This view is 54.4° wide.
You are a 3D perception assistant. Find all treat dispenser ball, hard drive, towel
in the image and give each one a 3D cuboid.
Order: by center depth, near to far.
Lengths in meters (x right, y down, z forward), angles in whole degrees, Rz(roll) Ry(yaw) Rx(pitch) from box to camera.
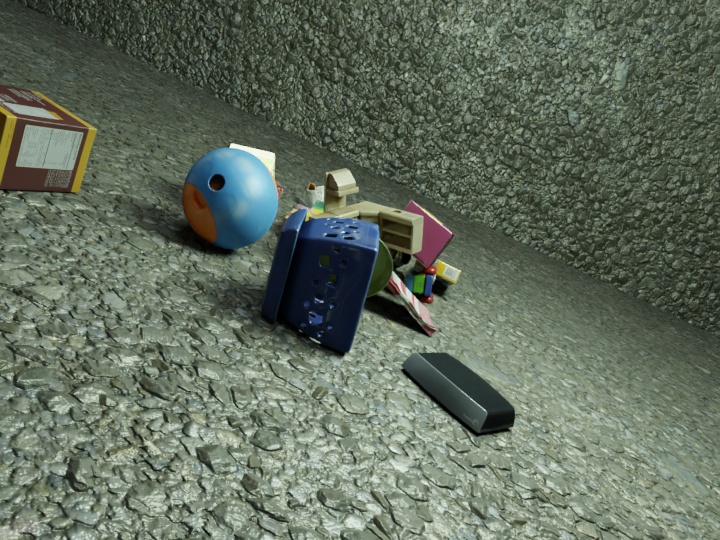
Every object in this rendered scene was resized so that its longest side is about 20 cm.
[{"bbox_3d":[0.179,0.212,1.263,0.133,0.043,0.199,8,23,-47],"label":"hard drive"},{"bbox_3d":[-0.267,-0.148,1.443,0.197,0.205,0.201,22,15,-6],"label":"treat dispenser ball"},{"bbox_3d":[0.094,0.045,1.563,0.201,0.023,0.144,49,9,-16],"label":"towel"}]

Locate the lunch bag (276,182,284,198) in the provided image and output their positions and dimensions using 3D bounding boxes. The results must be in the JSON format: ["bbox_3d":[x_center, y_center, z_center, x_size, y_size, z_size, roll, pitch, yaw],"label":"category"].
[{"bbox_3d":[-0.312,-0.224,1.852,0.174,0.084,0.199,29,16,17],"label":"lunch bag"}]

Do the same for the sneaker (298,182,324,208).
[{"bbox_3d":[-0.115,-0.201,2.085,0.072,0.086,0.199,10,22,-46],"label":"sneaker"}]

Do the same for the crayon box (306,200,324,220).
[{"bbox_3d":[-0.088,-0.077,1.653,0.116,0.059,0.201,25,34,0],"label":"crayon box"}]

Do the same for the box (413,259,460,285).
[{"bbox_3d":[0.207,-0.002,1.928,0.117,0.042,0.200,27,0,2],"label":"box"}]

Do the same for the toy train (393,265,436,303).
[{"bbox_3d":[0.132,0.025,1.769,0.112,0.087,0.200,8,4,5],"label":"toy train"}]

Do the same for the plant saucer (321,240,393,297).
[{"bbox_3d":[-0.028,-0.024,1.431,0.196,0.202,0.031,22,43,-8],"label":"plant saucer"}]

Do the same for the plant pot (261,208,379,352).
[{"bbox_3d":[-0.073,0.005,1.277,0.175,0.205,0.201,16,17,-4],"label":"plant pot"}]

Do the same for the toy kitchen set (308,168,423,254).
[{"bbox_3d":[0.011,-0.121,1.524,0.178,0.168,0.198,18,26,37],"label":"toy kitchen set"}]

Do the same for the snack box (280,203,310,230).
[{"bbox_3d":[-0.123,-0.107,1.817,0.139,0.054,0.200,26,16,-3],"label":"snack box"}]

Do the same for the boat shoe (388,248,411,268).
[{"bbox_3d":[0.073,-0.044,1.700,0.201,0.059,0.074,18,52,-71],"label":"boat shoe"}]

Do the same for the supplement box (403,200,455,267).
[{"bbox_3d":[0.151,-0.089,1.715,0.130,0.104,0.200,39,8,5],"label":"supplement box"}]

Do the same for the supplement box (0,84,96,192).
[{"bbox_3d":[-0.649,-0.253,1.317,0.195,0.135,0.199,31,16,22],"label":"supplement box"}]

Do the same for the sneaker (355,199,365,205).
[{"bbox_3d":[0.001,-0.105,1.798,0.201,0.078,0.075,87,-23,-63],"label":"sneaker"}]

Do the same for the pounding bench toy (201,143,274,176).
[{"bbox_3d":[-0.295,-0.173,1.651,0.122,0.206,0.154,5,-7,-40],"label":"pounding bench toy"}]
